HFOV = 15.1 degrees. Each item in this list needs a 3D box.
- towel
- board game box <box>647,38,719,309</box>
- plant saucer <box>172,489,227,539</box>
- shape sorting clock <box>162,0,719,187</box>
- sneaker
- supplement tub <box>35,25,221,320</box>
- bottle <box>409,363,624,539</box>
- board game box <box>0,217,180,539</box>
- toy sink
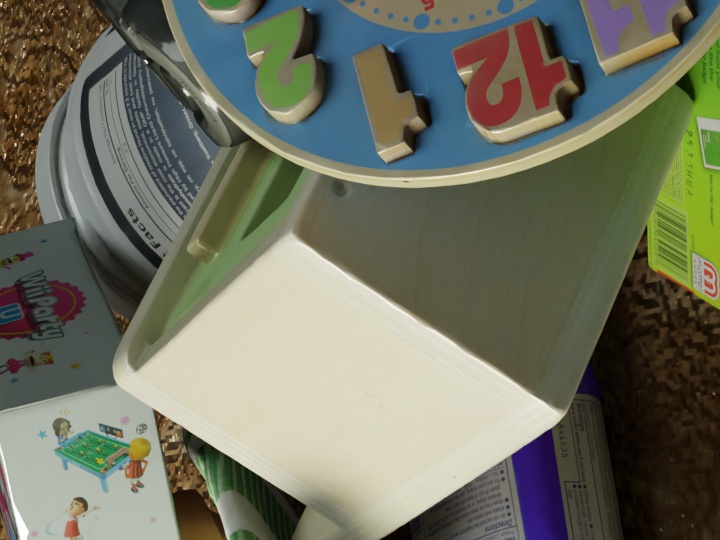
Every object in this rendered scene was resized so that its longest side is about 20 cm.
[{"bbox_3d":[-0.011,0.148,0.989,0.023,0.153,0.200,-32,25,4],"label":"towel"},{"bbox_3d":[0.135,-0.079,0.858,0.102,0.047,0.201,35,137,53],"label":"board game box"},{"bbox_3d":[-0.044,0.185,1.096,0.200,0.032,0.201,166,90,-81],"label":"plant saucer"},{"bbox_3d":[0.030,-0.118,0.798,0.199,0.039,0.201,-7,69,19],"label":"shape sorting clock"},{"bbox_3d":[-0.050,-0.101,0.952,0.079,0.075,0.200,-42,28,-2],"label":"sneaker"},{"bbox_3d":[-0.032,-0.064,1.090,0.200,0.140,0.141,-32,59,50],"label":"supplement tub"},{"bbox_3d":[0.062,0.128,0.983,0.083,0.065,0.201,-37,55,51],"label":"bottle"},{"bbox_3d":[-0.110,0.101,1.076,0.148,0.064,0.201,-124,22,-61],"label":"board game box"},{"bbox_3d":[0.000,0.000,0.913,0.200,0.112,0.131,-40,20,58],"label":"toy sink"}]
